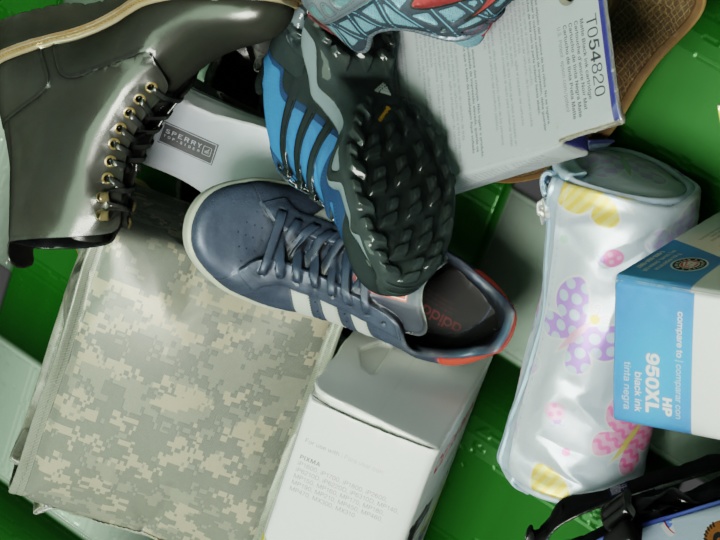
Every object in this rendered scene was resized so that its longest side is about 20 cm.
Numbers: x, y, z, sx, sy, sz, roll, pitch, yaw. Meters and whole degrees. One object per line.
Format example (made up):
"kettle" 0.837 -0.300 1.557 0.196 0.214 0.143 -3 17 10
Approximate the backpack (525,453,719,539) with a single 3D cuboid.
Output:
"backpack" 0.201 0.165 1.334 0.155 0.189 0.200 65 167 4

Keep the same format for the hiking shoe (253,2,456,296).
"hiking shoe" -0.005 -0.061 1.392 0.087 0.074 0.201 -51 43 42

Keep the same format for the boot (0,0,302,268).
"boot" -0.116 -0.083 1.408 0.199 0.077 0.140 -12 75 34

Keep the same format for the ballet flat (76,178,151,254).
"ballet flat" -0.135 0.036 1.613 0.068 0.063 0.202 2 112 23

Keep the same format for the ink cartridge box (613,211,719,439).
"ink cartridge box" 0.249 0.037 1.316 0.199 0.144 0.085 10 110 30

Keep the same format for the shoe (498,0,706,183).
"shoe" 0.125 -0.119 1.412 0.070 0.054 0.200 26 133 -22

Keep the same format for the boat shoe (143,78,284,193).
"boat shoe" -0.076 -0.072 1.492 0.199 0.057 0.069 30 112 3

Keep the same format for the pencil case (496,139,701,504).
"pencil case" 0.132 0.032 1.421 0.083 0.090 0.202 38 128 52

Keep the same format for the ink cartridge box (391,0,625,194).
"ink cartridge box" 0.071 -0.150 1.386 0.199 0.040 0.201 -15 77 47

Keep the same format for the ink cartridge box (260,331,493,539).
"ink cartridge box" -0.003 0.143 1.500 0.085 0.148 0.201 24 116 6

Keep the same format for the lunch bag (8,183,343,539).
"lunch bag" -0.110 0.068 1.526 0.163 0.118 0.201 18 106 -9

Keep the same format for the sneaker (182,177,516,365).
"sneaker" 0.000 0.000 1.419 0.084 0.199 0.076 -168 95 -71

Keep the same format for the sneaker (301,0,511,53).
"sneaker" 0.058 -0.167 1.329 0.199 0.080 0.096 -10 129 30

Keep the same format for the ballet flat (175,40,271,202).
"ballet flat" -0.086 -0.077 1.550 0.066 0.057 0.201 25 116 25

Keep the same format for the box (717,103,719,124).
"box" 0.289 -0.073 1.317 0.199 0.050 0.076 -7 100 34
